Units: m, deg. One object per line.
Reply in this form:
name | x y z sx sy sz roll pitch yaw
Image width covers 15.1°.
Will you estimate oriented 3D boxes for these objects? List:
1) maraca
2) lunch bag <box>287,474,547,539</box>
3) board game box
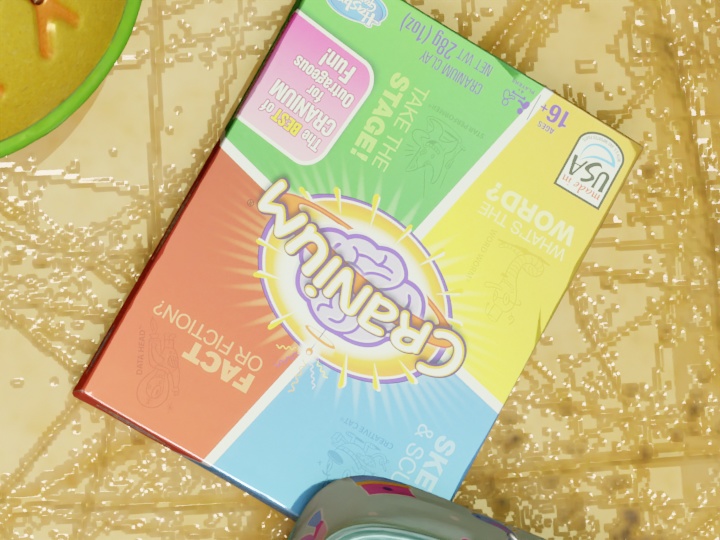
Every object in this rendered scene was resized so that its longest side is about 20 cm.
maraca | -0.174 -0.095 1.031 0.200 0.107 0.137 -37 85 -11
lunch bag | 0.023 0.187 1.038 0.160 0.077 0.201 23 100 -9
board game box | 0.000 0.000 1.088 0.153 0.040 0.201 30 81 -7
